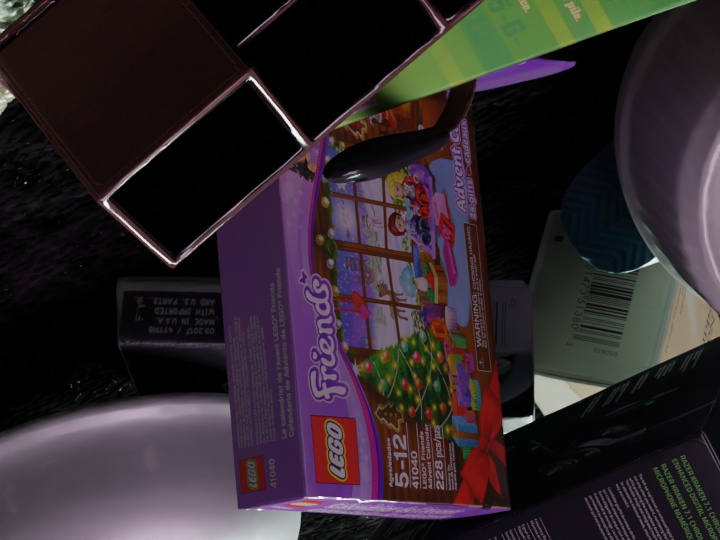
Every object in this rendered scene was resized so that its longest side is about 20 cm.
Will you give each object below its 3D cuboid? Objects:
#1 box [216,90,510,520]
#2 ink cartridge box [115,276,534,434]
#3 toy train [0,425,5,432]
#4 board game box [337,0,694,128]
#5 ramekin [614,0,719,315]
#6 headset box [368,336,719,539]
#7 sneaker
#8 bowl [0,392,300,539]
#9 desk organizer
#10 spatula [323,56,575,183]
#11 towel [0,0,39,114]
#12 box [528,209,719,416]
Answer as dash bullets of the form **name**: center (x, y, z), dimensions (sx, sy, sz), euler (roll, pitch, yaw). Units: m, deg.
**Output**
- **box**: center (0.000, 0.000, 0.961), dimensions (0.039, 0.201, 0.137), euler (-14, 165, 37)
- **ink cartridge box**: center (-0.010, 0.060, 1.175), dimensions (0.197, 0.044, 0.200), euler (0, 156, 5)
- **toy train**: center (-0.198, 0.100, 1.179), dimensions (0.056, 0.042, 0.200), euler (-33, 156, -5)
- **board game box**: center (0.046, -0.125, 0.893), dimensions (0.199, 0.030, 0.096), euler (-19, 111, -5)
- **ramekin**: center (0.220, -0.050, 1.051), dimensions (0.202, 0.094, 0.203), euler (-2, 114, -4)
- **headset box**: center (0.111, 0.118, 1.063), dimensions (0.200, 0.093, 0.174), euler (-26, -175, 19)
- **sneaker**: center (0.186, -0.075, 1.142), dimensions (0.200, 0.077, 0.081), euler (-34, 177, 12)
- **bowl**: center (-0.113, 0.141, 1.143), dimensions (0.200, 0.091, 0.201), euler (-11, 155, -5)
- **desk organizer**: center (-0.025, -0.100, 0.814), dimensions (0.200, 0.077, 0.072), euler (-41, 152, 0)
- **spatula**: center (0.032, -0.061, 0.919), dimensions (0.056, 0.021, 0.200), euler (-11, -167, 26)
- **towel**: center (-0.146, -0.112, 0.804), dimensions (0.148, 0.037, 0.200), euler (-3, 148, -39)
- **box**: center (0.147, 0.048, 1.287), dimensions (0.077, 0.095, 0.200), euler (10, 165, 19)
